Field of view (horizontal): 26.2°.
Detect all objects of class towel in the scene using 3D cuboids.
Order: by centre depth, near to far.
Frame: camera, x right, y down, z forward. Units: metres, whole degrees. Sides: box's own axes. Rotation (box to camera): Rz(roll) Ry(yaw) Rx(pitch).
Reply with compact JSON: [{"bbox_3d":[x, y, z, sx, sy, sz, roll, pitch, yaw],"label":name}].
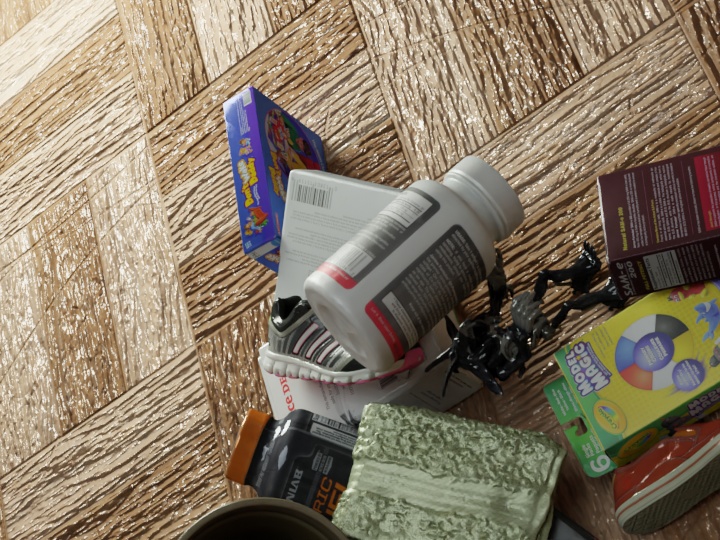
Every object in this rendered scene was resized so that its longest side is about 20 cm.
[{"bbox_3d":[0.078,0.199,1.393,0.197,0.037,0.150,11,73,19],"label":"towel"}]

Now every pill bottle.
[{"bbox_3d":[0.053,-0.011,1.411,0.200,0.111,0.110,-42,46,-14],"label":"pill bottle"},{"bbox_3d":[-0.029,0.200,1.487,0.198,0.106,0.107,20,79,1],"label":"pill bottle"}]

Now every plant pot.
[{"bbox_3d":[-0.096,0.316,1.410,0.197,0.174,0.203,2,77,-8],"label":"plant pot"}]

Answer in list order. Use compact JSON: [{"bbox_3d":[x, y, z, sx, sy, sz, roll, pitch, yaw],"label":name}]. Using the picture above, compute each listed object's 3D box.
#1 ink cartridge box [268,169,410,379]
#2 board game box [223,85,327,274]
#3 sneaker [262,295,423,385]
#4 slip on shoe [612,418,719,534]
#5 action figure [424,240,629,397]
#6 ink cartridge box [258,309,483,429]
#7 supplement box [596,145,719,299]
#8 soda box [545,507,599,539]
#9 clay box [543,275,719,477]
[{"bbox_3d":[0.000,0.000,1.557,0.198,0.043,0.176,15,101,40],"label":"ink cartridge box"},{"bbox_3d":[-0.084,-0.087,1.711,0.044,0.134,0.202,-27,55,24],"label":"board game box"},{"bbox_3d":[-0.023,0.060,1.500,0.198,0.073,0.089,1,97,45],"label":"sneaker"},{"bbox_3d":[0.299,0.155,1.344,0.199,0.074,0.062,-38,48,24],"label":"slip on shoe"},{"bbox_3d":[0.147,0.037,1.454,0.198,0.103,0.119,-28,41,-10],"label":"action figure"},{"bbox_3d":[0.007,0.100,1.585,0.199,0.084,0.147,-35,52,19],"label":"ink cartridge box"},{"bbox_3d":[0.318,-0.052,1.387,0.197,0.061,0.110,-13,48,16],"label":"supplement box"},{"bbox_3d":[0.204,0.278,1.362,0.199,0.063,0.071,34,91,43],"label":"soda box"},{"bbox_3d":[0.263,0.089,1.395,0.199,0.048,0.116,-32,52,8],"label":"clay box"}]
